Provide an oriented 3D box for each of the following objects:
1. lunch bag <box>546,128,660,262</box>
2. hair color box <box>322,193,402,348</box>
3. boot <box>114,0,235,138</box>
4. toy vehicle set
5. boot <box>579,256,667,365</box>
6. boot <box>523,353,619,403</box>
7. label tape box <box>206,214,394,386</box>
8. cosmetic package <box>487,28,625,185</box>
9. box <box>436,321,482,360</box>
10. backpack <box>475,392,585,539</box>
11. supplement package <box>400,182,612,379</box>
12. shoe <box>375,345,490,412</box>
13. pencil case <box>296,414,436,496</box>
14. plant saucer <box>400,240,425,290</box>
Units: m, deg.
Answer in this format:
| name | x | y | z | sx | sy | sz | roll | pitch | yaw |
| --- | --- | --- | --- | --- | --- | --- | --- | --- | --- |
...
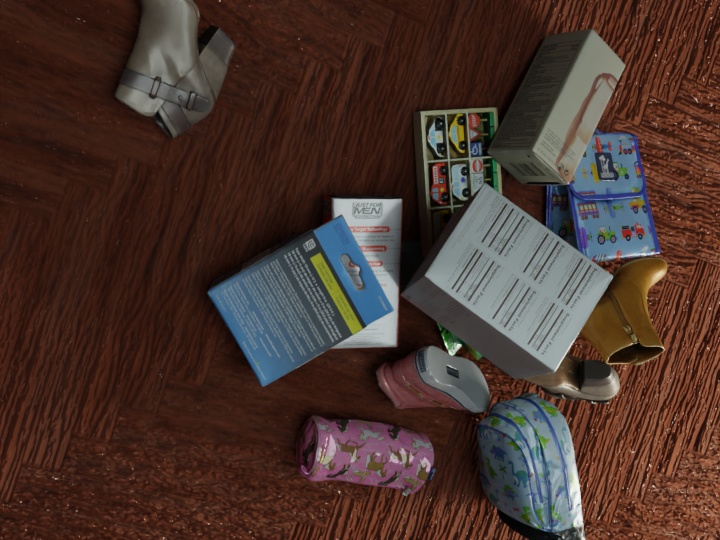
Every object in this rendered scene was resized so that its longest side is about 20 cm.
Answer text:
| name | x | y | z | sx | sy | sz | roll | pitch | yaw |
| --- | --- | --- | --- | --- | --- | --- | --- | --- | --- |
| lunch bag | 0.349 | -0.116 | 1.616 | 0.148 | 0.094 | 0.204 | -7 | 92 | -26 |
| hair color box | 0.000 | 0.000 | 1.473 | 0.100 | 0.061 | 0.203 | 0 | 100 | -14 |
| boot | -0.248 | -0.264 | 1.317 | 0.199 | 0.070 | 0.147 | 40 | 84 | -24 |
| toy vehicle set | 0.139 | -0.124 | 1.531 | 0.122 | 0.026 | 0.204 | -8 | 97 | -24 |
| boot | 0.397 | 0.064 | 1.571 | 0.199 | 0.145 | 0.071 | -17 | 139 | -22 |
| boot | 0.280 | 0.152 | 1.595 | 0.197 | 0.146 | 0.071 | 14 | 74 | 7 |
| label tape box | -0.076 | 0.034 | 1.406 | 0.198 | 0.063 | 0.146 | -29 | 100 | 3 |
| cosmetic package | 0.274 | -0.226 | 1.527 | 0.087 | 0.103 | 0.202 | 35 | 76 | -29 |
| box | 0.198 | 0.040 | 1.563 | 0.199 | 0.048 | 0.118 | -34 | 131 | -9 |
| backpack | 0.244 | 0.281 | 1.583 | 0.152 | 0.163 | 0.203 | 0 | 102 | -28 |
| supplement package | 0.183 | 0.020 | 1.412 | 0.199 | 0.191 | 0.148 | 36 | 79 | -1 |
| shoe | 0.105 | 0.164 | 1.559 | 0.199 | 0.090 | 0.073 | 31 | 47 | -50 |
| pencil case | 0.005 | 0.257 | 1.519 | 0.197 | 0.087 | 0.083 | 14 | 124 | -26 |
| plant saucer | 0.117 | -0.010 | 1.557 | 0.197 | 0.019 | 0.071 | -5 | 101 | -23 |
